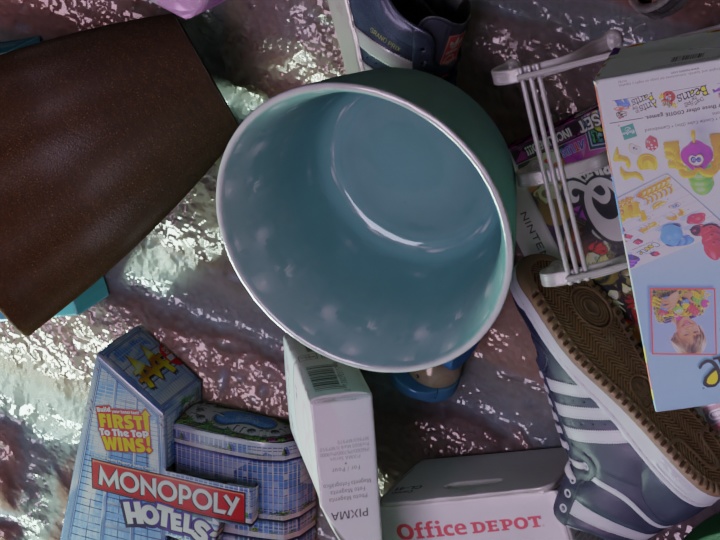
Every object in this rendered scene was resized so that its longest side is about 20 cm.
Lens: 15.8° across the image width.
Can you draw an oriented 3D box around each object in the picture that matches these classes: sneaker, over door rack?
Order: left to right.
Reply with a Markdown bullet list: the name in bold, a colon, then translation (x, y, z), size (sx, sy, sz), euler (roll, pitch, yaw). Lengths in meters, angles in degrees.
- **sneaker**: translation (0.040, -0.131, 1.698), size (0.084, 0.075, 0.201), euler (-10, 105, 35)
- **sneaker**: translation (0.145, 0.092, 1.697), size (0.200, 0.070, 0.109), euler (50, 132, 6)
- **over door rack**: translation (0.194, -0.078, 1.609), size (0.199, 0.067, 0.149), euler (-11, 104, 17)

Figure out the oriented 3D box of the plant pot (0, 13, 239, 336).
- **plant pot**: translation (-0.190, -0.087, 1.772), size (0.199, 0.187, 0.188), euler (-31, 95, 0)

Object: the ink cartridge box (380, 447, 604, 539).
- **ink cartridge box**: translation (0.111, 0.232, 1.803), size (0.147, 0.086, 0.201), euler (-8, 105, 28)

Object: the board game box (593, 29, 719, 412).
- **board game box**: translation (0.210, -0.033, 1.527), size (0.104, 0.103, 0.201), euler (-8, 103, 14)

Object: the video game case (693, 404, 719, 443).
- **video game case**: translation (0.310, 0.156, 1.661), size (0.143, 0.018, 0.201), euler (-21, 84, 22)

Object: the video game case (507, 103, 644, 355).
- **video game case**: translation (0.198, -0.030, 1.680), size (0.199, 0.036, 0.182), euler (-23, 98, 33)

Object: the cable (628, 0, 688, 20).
- **cable**: translation (0.207, -0.202, 1.558), size (0.200, 0.050, 0.098), euler (4, 92, 55)

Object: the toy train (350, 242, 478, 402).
- **toy train**: translation (0.000, 0.000, 1.781), size (0.199, 0.085, 0.116), euler (34, 139, 17)

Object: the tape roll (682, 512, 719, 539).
- **tape roll**: translation (0.285, 0.256, 1.744), size (0.199, 0.048, 0.202), euler (11, 115, 24)

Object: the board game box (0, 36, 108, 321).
- **board game box**: translation (-0.283, -0.062, 1.916), size (0.150, 0.047, 0.201), euler (-5, 107, 30)

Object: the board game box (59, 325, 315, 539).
- **board game box**: translation (-0.133, 0.151, 1.915), size (0.199, 0.062, 0.201), euler (11, 115, 24)

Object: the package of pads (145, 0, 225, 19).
- **package of pads**: translation (-0.079, -0.269, 1.679), size (0.075, 0.120, 0.201), euler (31, 122, 14)

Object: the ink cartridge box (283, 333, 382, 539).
- **ink cartridge box**: translation (-0.017, 0.157, 1.790), size (0.057, 0.163, 0.201), euler (-2, 104, -8)

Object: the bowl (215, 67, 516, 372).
- **bowl**: translation (0.019, -0.048, 1.641), size (0.200, 0.105, 0.202), euler (12, 123, 19)
